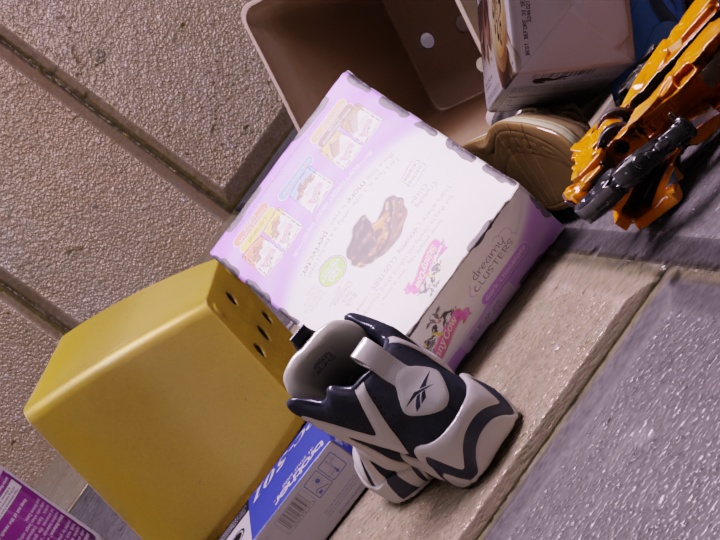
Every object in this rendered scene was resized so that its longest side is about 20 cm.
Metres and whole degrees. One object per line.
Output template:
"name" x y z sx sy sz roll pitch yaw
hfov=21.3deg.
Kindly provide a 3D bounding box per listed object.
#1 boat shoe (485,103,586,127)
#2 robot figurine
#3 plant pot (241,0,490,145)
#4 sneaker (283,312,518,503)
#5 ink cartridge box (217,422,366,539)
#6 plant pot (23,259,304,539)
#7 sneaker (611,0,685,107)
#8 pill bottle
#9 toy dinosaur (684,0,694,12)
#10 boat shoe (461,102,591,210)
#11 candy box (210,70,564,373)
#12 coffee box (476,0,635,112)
"boat shoe" 0.181 -0.164 1.460 0.200 0.057 0.067 -48 -25 14
"robot figurine" 0.195 -0.104 1.121 0.200 0.058 0.145 -49 10 21
"plant pot" 0.055 -0.196 1.667 0.200 0.200 0.177 -22 8 35
"sneaker" 0.005 0.078 1.183 0.080 0.129 0.199 -54 9 -10
"ink cartridge box" -0.068 0.196 1.372 0.200 0.044 0.094 -53 11 6
"plant pot" -0.149 0.107 1.689 0.176 0.200 0.200 -40 12 13
"sneaker" 0.185 -0.200 1.332 0.066 0.078 0.201 148 136 -63
"pill bottle" -0.310 0.272 1.807 0.112 0.200 0.112 -51 9 11
"toy dinosaur" 0.260 -0.268 1.393 0.101 0.058 0.200 -45 13 49
"boat shoe" 0.129 -0.087 1.341 0.066 0.074 0.200 -33 11 -14
"candy box" 0.016 -0.021 1.345 0.168 0.072 0.200 -53 48 1
"coffee box" 0.125 -0.175 1.281 0.200 0.079 0.114 124 140 -88
